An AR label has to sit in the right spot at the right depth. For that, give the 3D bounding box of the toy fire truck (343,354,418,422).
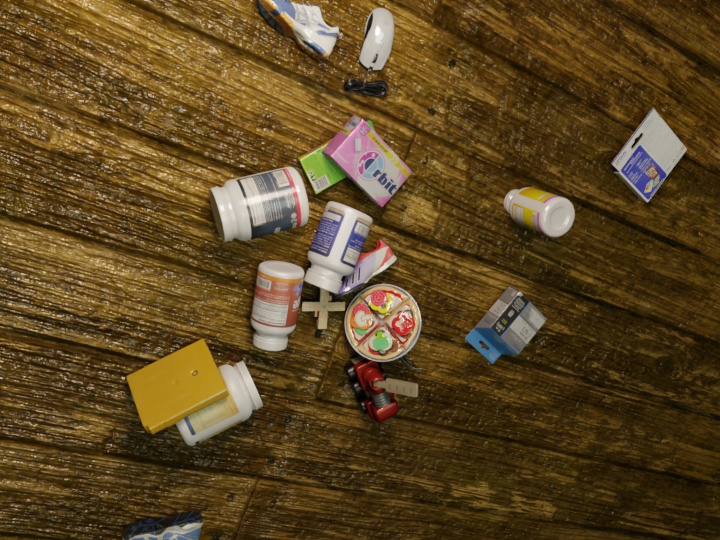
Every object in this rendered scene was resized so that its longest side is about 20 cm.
[{"bbox_3d":[0.066,0.318,1.810,0.128,0.200,0.177,-25,115,-13],"label":"toy fire truck"}]

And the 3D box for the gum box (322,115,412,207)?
[{"bbox_3d":[0.021,-0.255,1.650,0.114,0.066,0.200,-48,120,0],"label":"gum box"}]

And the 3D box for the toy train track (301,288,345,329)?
[{"bbox_3d":[-0.094,0.046,1.751,0.114,0.033,0.201,1,99,-23],"label":"toy train track"}]

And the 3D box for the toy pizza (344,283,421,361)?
[{"bbox_3d":[0.055,0.131,1.771,0.199,0.032,0.201,-2,78,10],"label":"toy pizza"}]

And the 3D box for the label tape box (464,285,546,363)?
[{"bbox_3d":[0.418,0.168,1.985,0.144,0.063,0.200,41,88,-27],"label":"label tape box"}]

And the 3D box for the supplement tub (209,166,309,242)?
[{"bbox_3d":[-0.228,-0.148,1.568,0.199,0.140,0.141,-16,112,-17],"label":"supplement tub"}]

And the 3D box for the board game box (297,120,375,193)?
[{"bbox_3d":[-0.044,-0.275,1.667,0.199,0.030,0.096,-30,117,-8],"label":"board game box"}]

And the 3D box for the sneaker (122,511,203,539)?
[{"bbox_3d":[-0.500,0.672,1.759,0.199,0.076,0.077,1,102,-22],"label":"sneaker"}]

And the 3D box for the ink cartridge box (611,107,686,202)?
[{"bbox_3d":[0.826,-0.333,2.004,0.200,0.047,0.198,36,93,-26],"label":"ink cartridge box"}]

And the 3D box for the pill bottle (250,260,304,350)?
[{"bbox_3d":[-0.204,0.086,1.671,0.112,0.112,0.201,4,106,-24],"label":"pill bottle"}]

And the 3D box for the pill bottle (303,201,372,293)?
[{"bbox_3d":[-0.059,-0.053,1.667,0.119,0.120,0.201,23,88,-27],"label":"pill bottle"}]

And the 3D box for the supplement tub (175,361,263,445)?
[{"bbox_3d":[-0.349,0.315,1.668,0.199,0.144,0.145,-24,115,-14],"label":"supplement tub"}]

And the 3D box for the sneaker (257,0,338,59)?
[{"bbox_3d":[-0.135,-0.555,1.521,0.200,0.075,0.088,33,81,-35],"label":"sneaker"}]

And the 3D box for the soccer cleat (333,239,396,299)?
[{"bbox_3d":[0.000,0.000,1.749,0.200,0.068,0.073,-36,96,-21],"label":"soccer cleat"}]

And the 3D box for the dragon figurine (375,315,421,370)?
[{"bbox_3d":[0.080,0.182,1.806,0.059,0.200,0.099,-34,150,8],"label":"dragon figurine"}]

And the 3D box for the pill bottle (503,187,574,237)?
[{"bbox_3d":[0.461,-0.159,1.818,0.104,0.200,0.105,-7,110,-21],"label":"pill bottle"}]

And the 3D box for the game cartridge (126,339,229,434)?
[{"bbox_3d":[-0.425,0.268,1.607,0.199,0.176,0.033,-26,139,-12],"label":"game cartridge"}]

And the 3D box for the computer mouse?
[{"bbox_3d":[0.034,-0.509,1.613,0.109,0.044,0.201,8,104,-24],"label":"computer mouse"}]
